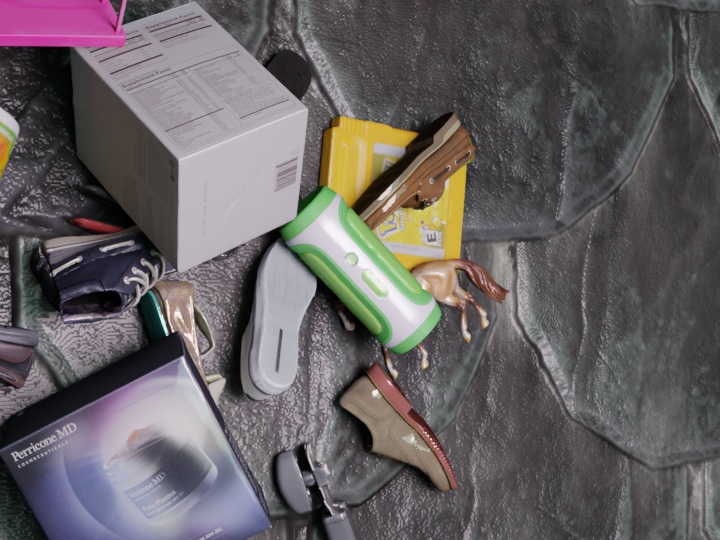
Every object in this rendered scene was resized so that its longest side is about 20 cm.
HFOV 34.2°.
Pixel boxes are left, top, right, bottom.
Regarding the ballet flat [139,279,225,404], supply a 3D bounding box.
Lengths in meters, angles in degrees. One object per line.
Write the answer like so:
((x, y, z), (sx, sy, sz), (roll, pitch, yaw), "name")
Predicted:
((-0.183, 0.105, 1.266), (0.067, 0.068, 0.201), (-15, 98, -39), "ballet flat")

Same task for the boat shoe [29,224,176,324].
((-0.230, 0.003, 1.203), (0.199, 0.093, 0.075), (-14, 133, -19), "boat shoe")

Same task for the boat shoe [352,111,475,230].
((0.070, -0.105, 1.393), (0.200, 0.072, 0.068), (-46, 109, -24), "boat shoe")

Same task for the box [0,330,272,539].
((-0.223, 0.201, 1.167), (0.199, 0.123, 0.199), (-27, 102, -6), "box")

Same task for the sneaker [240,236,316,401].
((-0.102, 0.052, 1.318), (0.073, 0.071, 0.201), (28, 53, -24), "sneaker")

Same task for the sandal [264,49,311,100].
((-0.114, -0.172, 1.330), (0.075, 0.045, 0.201), (39, 69, -25), "sandal")

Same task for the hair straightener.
((-0.211, -0.060, 1.267), (0.199, 0.041, 0.078), (16, 80, -29), "hair straightener")

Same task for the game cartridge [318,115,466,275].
((0.040, -0.086, 1.431), (0.199, 0.032, 0.178), (8, 84, -33), "game cartridge")

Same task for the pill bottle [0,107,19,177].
((-0.409, -0.068, 1.102), (0.111, 0.111, 0.201), (25, 75, -29), "pill bottle")

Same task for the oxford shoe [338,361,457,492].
((0.046, 0.202, 1.416), (0.075, 0.070, 0.200), (-36, 110, 0), "oxford shoe")

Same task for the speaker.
((0.000, 0.000, 1.330), (0.200, 0.088, 0.089), (47, 66, -12), "speaker")

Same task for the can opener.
((-0.043, 0.296, 1.363), (0.066, 0.053, 0.201), (-18, 99, 1), "can opener")

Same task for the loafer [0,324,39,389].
((-0.408, 0.076, 1.124), (0.199, 0.072, 0.063), (10, 87, -34), "loafer")

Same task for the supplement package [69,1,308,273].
((-0.174, -0.138, 1.174), (0.150, 0.200, 0.152), (-27, 147, -30), "supplement package")

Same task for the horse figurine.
((0.076, 0.042, 1.414), (0.199, 0.050, 0.133), (-29, 101, 0), "horse figurine")

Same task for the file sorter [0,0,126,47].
((-0.308, -0.325, 1.111), (0.138, 0.126, 0.201), (-6, 51, -31), "file sorter")
